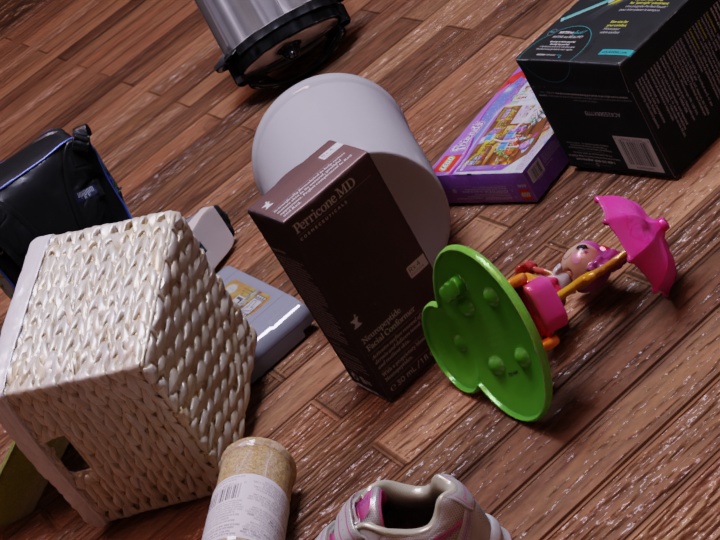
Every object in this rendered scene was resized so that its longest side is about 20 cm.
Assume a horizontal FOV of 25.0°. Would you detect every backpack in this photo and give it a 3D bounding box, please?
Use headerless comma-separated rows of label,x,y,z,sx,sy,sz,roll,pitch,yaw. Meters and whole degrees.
backpack,-0.353,-0.042,1.871,0.182,0.201,0.147,-38,26,-18

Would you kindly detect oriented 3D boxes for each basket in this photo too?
basket,-0.204,0.085,1.451,0.159,0.199,0.202,-13,43,18

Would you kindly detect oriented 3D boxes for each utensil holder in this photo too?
utensil holder,-0.009,-0.079,1.585,0.169,0.171,0.200,-32,29,2

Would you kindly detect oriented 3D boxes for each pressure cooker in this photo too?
pressure cooker,-0.120,-0.343,2.142,0.178,0.202,0.175,-27,-5,-42

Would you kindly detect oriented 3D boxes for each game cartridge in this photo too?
game cartridge,-0.140,0.063,1.637,0.133,0.042,0.199,-37,26,-17

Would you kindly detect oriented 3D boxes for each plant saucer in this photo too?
plant saucer,-0.301,0.139,1.596,0.201,0.047,0.201,-59,11,33

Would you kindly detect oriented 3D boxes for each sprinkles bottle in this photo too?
sprinkles bottle,-0.093,0.217,1.280,0.068,0.069,0.201,-23,28,19

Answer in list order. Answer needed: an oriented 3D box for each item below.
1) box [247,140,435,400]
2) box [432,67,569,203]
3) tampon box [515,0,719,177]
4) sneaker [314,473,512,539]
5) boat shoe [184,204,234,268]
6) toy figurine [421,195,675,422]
box,0.000,0.000,1.395,0.100,0.201,0.075,-41,27,-17
box,0.172,-0.145,1.633,0.136,0.039,0.200,2,43,49
tampon box,0.277,-0.202,1.510,0.200,0.127,0.149,-43,28,-21
sneaker,0.004,0.197,1.161,0.198,0.089,0.082,-22,27,7
boat shoe,-0.220,0.009,1.793,0.092,0.075,0.200,-19,21,40
toy figurine,0.164,0.016,1.312,0.183,0.151,0.200,-28,-2,-21
